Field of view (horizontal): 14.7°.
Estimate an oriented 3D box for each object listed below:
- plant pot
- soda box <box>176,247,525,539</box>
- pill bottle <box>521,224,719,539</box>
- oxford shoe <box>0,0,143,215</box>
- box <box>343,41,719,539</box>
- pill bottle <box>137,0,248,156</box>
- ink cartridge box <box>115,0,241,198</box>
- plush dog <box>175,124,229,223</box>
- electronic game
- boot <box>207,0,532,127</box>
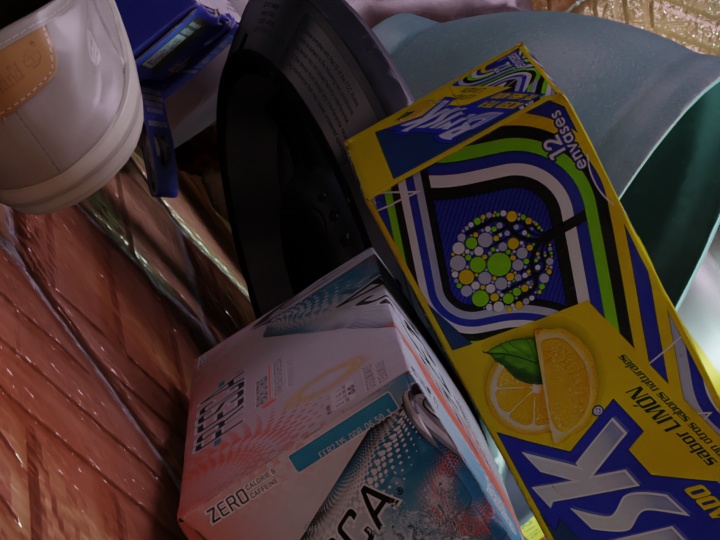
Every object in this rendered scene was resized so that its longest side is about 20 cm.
[{"bbox_3d":[0.045,-0.018,1.075,0.134,0.201,0.200,29,-3,16],"label":"plant pot"},{"bbox_3d":[-0.004,0.050,0.744,0.064,0.068,0.200,58,3,-9],"label":"soda box"},{"bbox_3d":[0.101,0.028,1.212,0.111,0.200,0.111,51,4,-6],"label":"pill bottle"},{"bbox_3d":[-0.112,-0.095,0.801,0.058,0.075,0.200,50,9,-41],"label":"oxford shoe"},{"bbox_3d":[0.070,0.041,0.809,0.201,0.064,0.070,61,3,-17],"label":"box"},{"bbox_3d":[-0.104,-0.151,1.076,0.200,0.114,0.114,53,4,1],"label":"pill bottle"},{"bbox_3d":[-0.112,-0.117,0.952,0.200,0.076,0.136,51,5,1],"label":"ink cartridge box"},{"bbox_3d":[-0.009,-0.043,1.251,0.199,0.161,0.172,19,10,16],"label":"plush dog"},{"bbox_3d":[0.000,0.000,0.938,0.200,0.041,0.201,162,-90,-74],"label":"electronic game"},{"bbox_3d":[-0.038,-0.149,1.226,0.187,0.199,0.064,54,-34,23],"label":"boot"}]
